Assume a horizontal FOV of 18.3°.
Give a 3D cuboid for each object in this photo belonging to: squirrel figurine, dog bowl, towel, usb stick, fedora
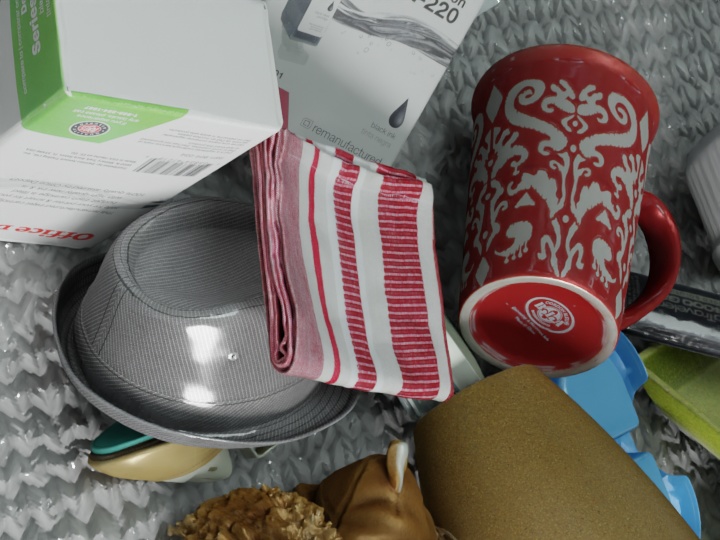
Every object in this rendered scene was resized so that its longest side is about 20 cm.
[{"bbox_3d":[-0.013,0.187,1.338,0.199,0.141,0.188,27,51,-34],"label":"squirrel figurine"},{"bbox_3d":[0.167,0.132,1.571,0.111,0.049,0.201,-20,88,-43],"label":"dog bowl"},{"bbox_3d":[0.000,0.000,1.326,0.200,0.023,0.145,15,65,-59],"label":"towel"},{"bbox_3d":[0.250,0.038,1.644,0.199,0.033,0.056,14,48,-13],"label":"usb stick"},{"bbox_3d":[-0.082,0.017,1.321,0.199,0.091,0.177,-5,45,-31],"label":"fedora"}]

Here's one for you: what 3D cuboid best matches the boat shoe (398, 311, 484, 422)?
[{"bbox_3d":[0.005,0.026,1.441,0.201,0.071,0.070,51,9,-30],"label":"boat shoe"}]

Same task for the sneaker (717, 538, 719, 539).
[{"bbox_3d":[0.263,0.234,1.590,0.200,0.084,0.075,-38,98,-44],"label":"sneaker"}]

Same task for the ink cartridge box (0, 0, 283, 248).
[{"bbox_3d":[-0.162,-0.088,1.267,0.145,0.200,0.085,6,67,-39],"label":"ink cartridge box"}]

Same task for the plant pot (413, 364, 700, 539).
[{"bbox_3d":[0.118,0.171,1.447,0.186,0.186,0.201,-12,67,-43],"label":"plant pot"}]

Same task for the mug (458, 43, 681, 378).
[{"bbox_3d":[0.151,-0.032,1.527,0.176,0.134,0.201,17,50,-6],"label":"mug"}]

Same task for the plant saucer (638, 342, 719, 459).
[{"bbox_3d":[0.323,0.105,1.671,0.200,0.048,0.199,40,43,21],"label":"plant saucer"}]

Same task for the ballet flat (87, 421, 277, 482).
[{"bbox_3d":[-0.081,0.094,1.362,0.200,0.068,0.063,-31,111,-42],"label":"ballet flat"}]

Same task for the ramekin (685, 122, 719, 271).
[{"bbox_3d":[0.341,-0.085,1.712,0.202,0.202,0.095,-17,74,-43],"label":"ramekin"}]

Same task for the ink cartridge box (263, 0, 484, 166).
[{"bbox_3d":[-0.014,-0.165,1.432,0.145,0.085,0.201,25,97,-31],"label":"ink cartridge box"}]

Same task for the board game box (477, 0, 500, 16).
[{"bbox_3d":[0.035,-0.288,1.592,0.200,0.064,0.148,47,37,-17],"label":"board game box"}]
